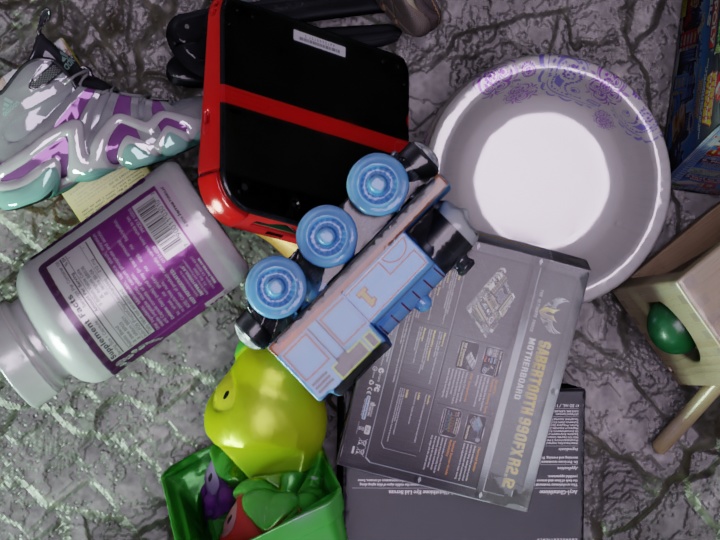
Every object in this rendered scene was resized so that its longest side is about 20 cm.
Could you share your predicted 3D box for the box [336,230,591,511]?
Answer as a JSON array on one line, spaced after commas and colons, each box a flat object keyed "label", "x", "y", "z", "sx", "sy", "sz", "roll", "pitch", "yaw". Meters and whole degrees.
[{"label": "box", "x": 0.079, "y": 0.071, "z": 1.560, "sx": 0.157, "sy": 0.048, "sz": 0.202, "roll": 13, "pitch": 99, "yaw": -1}]

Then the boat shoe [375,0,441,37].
[{"label": "boat shoe", "x": 0.025, "y": -0.287, "z": 1.607, "sx": 0.073, "sy": 0.075, "sz": 0.201, "roll": -24, "pitch": 84, "yaw": -10}]

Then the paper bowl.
[{"label": "paper bowl", "x": 0.145, "y": -0.072, "z": 1.623, "sx": 0.199, "sy": 0.104, "sz": 0.203, "roll": 0, "pitch": 93, "yaw": -5}]

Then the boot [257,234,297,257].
[{"label": "boot", "x": -0.061, "y": -0.033, "z": 1.622, "sx": 0.143, "sy": 0.071, "sz": 0.203, "roll": 12, "pitch": 81, "yaw": -11}]

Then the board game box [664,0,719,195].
[{"label": "board game box", "x": 0.296, "y": -0.161, "z": 1.583, "sx": 0.061, "sy": 0.200, "sz": 0.202, "roll": 7, "pitch": 93, "yaw": -4}]

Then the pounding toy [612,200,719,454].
[{"label": "pounding toy", "x": 0.304, "y": 0.036, "z": 1.616, "sx": 0.200, "sy": 0.184, "sz": 0.143, "roll": -38, "pitch": 95, "yaw": -10}]

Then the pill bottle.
[{"label": "pill bottle", "x": -0.194, "y": 0.015, "z": 1.546, "sx": 0.199, "sy": 0.112, "sz": 0.113, "roll": -35, "pitch": 95, "yaw": -1}]

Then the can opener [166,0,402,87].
[{"label": "can opener", "x": -0.063, "y": -0.196, "z": 1.621, "sx": 0.198, "sy": 0.079, "sz": 0.064, "roll": -15, "pitch": 91, "yaw": -13}]

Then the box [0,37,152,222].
[{"label": "box", "x": -0.213, "y": -0.085, "z": 1.620, "sx": 0.075, "sy": 0.050, "sz": 0.201, "roll": -35, "pitch": 96, "yaw": -1}]

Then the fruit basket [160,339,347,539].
[{"label": "fruit basket", "x": -0.084, "y": 0.152, "z": 1.565, "sx": 0.155, "sy": 0.216, "sz": 0.217, "roll": -25, "pitch": 95, "yaw": -3}]

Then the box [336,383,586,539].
[{"label": "box", "x": 0.081, "y": 0.164, "z": 1.643, "sx": 0.198, "sy": 0.079, "sz": 0.143, "roll": 1, "pitch": 89, "yaw": -5}]

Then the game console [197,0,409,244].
[{"label": "game console", "x": -0.040, "y": -0.107, "z": 1.564, "sx": 0.199, "sy": 0.031, "sz": 0.179, "roll": 14, "pitch": 67, "yaw": -39}]

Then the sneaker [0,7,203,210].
[{"label": "sneaker", "x": -0.210, "y": -0.140, "z": 1.554, "sx": 0.198, "sy": 0.078, "sz": 0.141, "roll": -19, "pitch": 94, "yaw": -5}]

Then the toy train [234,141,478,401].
[{"label": "toy train", "x": 0.000, "y": 0.000, "z": 1.484, "sx": 0.200, "sy": 0.087, "sz": 0.114, "roll": -45, "pitch": 89, "yaw": 1}]
